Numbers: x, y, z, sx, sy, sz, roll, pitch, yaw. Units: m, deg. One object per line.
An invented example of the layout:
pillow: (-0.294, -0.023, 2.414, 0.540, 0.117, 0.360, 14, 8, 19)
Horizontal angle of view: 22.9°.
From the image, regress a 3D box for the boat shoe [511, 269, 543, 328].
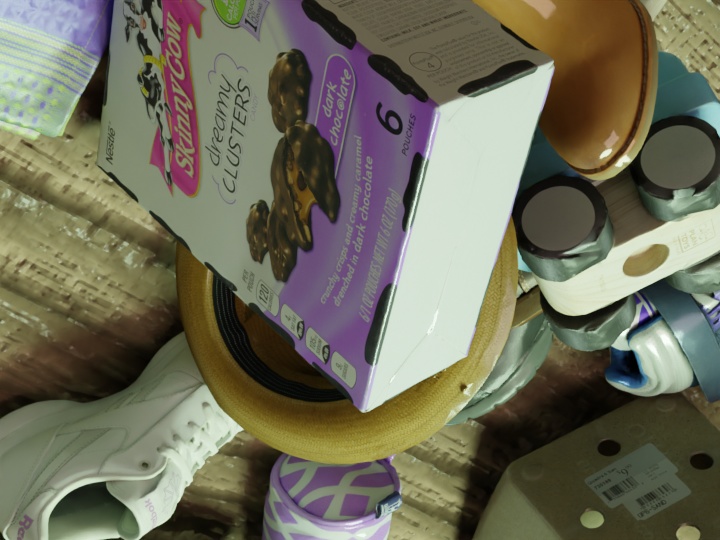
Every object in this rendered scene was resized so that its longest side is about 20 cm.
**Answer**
boat shoe: (0.039, 0.024, 0.986, 0.200, 0.070, 0.070, -35, 177, 3)

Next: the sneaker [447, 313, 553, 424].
sneaker: (0.090, 0.000, 1.046, 0.082, 0.073, 0.200, 35, 99, -24)

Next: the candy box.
candy box: (-0.026, -0.067, 0.783, 0.071, 0.200, 0.168, -25, 143, -36)

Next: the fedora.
fedora: (0.000, 0.000, 0.910, 0.082, 0.200, 0.201, -11, 134, -61)

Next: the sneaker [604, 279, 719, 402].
sneaker: (0.212, -0.003, 1.107, 0.146, 0.081, 0.200, -20, 139, -27)

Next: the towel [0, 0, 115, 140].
towel: (-0.146, -0.154, 0.775, 0.143, 0.023, 0.200, 17, 112, -43)

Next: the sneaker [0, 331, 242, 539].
sneaker: (-0.104, 0.095, 0.950, 0.200, 0.100, 0.075, -27, 134, -17)

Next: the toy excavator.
toy excavator: (0.140, -0.090, 0.923, 0.194, 0.200, 0.100, -26, 147, 4)

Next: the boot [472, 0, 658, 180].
boot: (0.058, -0.143, 0.817, 0.077, 0.201, 0.155, -18, 163, 41)

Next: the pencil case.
pencil case: (-0.021, 0.192, 1.104, 0.085, 0.084, 0.201, -35, 144, -43)

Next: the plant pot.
plant pot: (0.187, 0.200, 1.162, 0.199, 0.200, 0.177, -24, 136, -17)
